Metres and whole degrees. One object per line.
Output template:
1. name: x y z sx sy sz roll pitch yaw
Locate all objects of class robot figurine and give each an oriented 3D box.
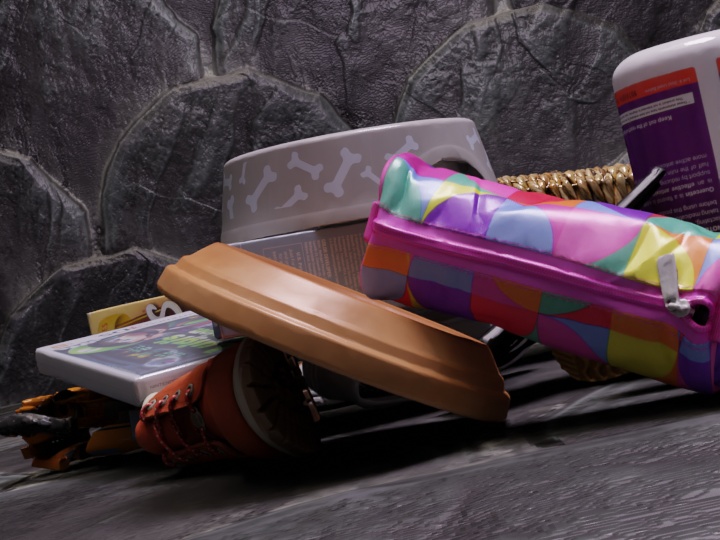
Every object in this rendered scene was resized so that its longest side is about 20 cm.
1. robot figurine: -0.172 0.109 0.994 0.200 0.058 0.145 -12 -1 32

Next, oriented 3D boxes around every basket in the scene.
1. basket: 0.182 -0.015 1.119 0.149 0.143 0.200 -6 4 6

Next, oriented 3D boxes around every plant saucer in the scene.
1. plant saucer: -0.010 0.029 0.717 0.200 0.038 0.200 21 1 0

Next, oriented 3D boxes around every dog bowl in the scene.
1. dog bowl: -0.003 -0.060 0.918 0.200 0.059 0.200 -10 1 0

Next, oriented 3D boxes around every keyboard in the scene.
1. keyboard: 0.127 0.018 0.845 0.200 0.040 0.104 -40 -6 -30

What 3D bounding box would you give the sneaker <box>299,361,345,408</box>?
1. sneaker: -0.059 0.076 1.076 0.200 0.080 0.074 -11 -3 14

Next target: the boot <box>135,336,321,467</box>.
1. boot: -0.082 0.086 0.775 0.107 0.075 0.200 -22 -3 -3

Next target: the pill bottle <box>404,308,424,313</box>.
1. pill bottle: 0.071 0.014 1.061 0.111 0.111 0.200 -13 -12 22

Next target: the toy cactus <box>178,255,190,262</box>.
1. toy cactus: -0.096 0.044 1.274 0.165 0.102 0.200 0 -11 21

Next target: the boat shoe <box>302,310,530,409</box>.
1. boat shoe: 0.057 0.057 0.927 0.200 0.072 0.068 -2 17 -37

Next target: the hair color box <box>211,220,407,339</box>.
1. hair color box: 0.000 0.000 0.876 0.200 0.061 0.099 -10 -1 -9

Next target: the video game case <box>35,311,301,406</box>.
1. video game case: -0.118 0.054 0.969 0.182 0.023 0.200 -14 10 -30

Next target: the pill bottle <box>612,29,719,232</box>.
1. pill bottle: 0.244 -0.057 0.903 0.112 0.200 0.112 -12 -1 0

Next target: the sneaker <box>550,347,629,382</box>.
1. sneaker: 0.213 0.013 0.790 0.200 0.075 0.090 -12 5 31

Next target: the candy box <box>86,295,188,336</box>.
1. candy box: -0.125 0.071 1.156 0.200 0.117 0.056 -13 -1 -2

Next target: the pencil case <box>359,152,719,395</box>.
1. pencil case: 0.097 -0.001 0.658 0.200 0.089 0.088 14 11 24
